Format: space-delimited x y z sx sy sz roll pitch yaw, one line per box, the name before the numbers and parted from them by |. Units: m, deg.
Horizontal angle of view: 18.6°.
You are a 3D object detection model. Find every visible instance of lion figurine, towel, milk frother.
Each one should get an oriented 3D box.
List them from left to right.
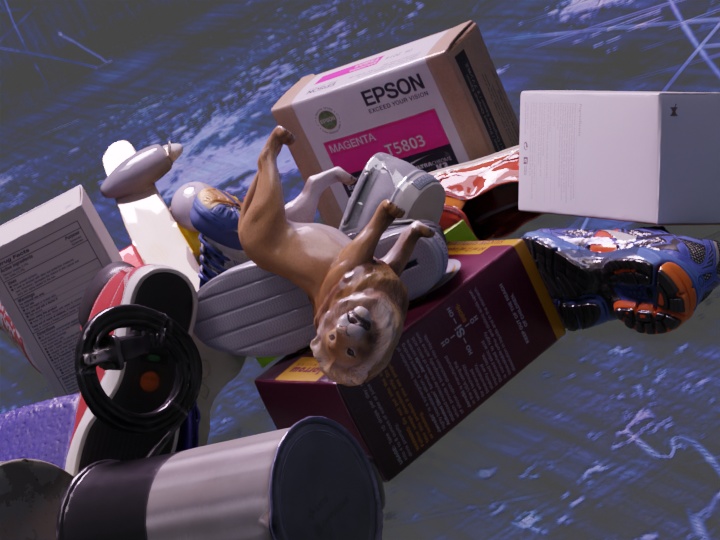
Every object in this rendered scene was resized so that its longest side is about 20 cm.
towel | -0.211 0.161 1.673 0.199 0.050 0.148 -14 52 28
milk frother | -0.096 0.118 1.451 0.188 0.200 0.180 -14 17 34
lion figurine | -0.030 -0.010 1.535 0.200 0.072 0.123 37 93 40

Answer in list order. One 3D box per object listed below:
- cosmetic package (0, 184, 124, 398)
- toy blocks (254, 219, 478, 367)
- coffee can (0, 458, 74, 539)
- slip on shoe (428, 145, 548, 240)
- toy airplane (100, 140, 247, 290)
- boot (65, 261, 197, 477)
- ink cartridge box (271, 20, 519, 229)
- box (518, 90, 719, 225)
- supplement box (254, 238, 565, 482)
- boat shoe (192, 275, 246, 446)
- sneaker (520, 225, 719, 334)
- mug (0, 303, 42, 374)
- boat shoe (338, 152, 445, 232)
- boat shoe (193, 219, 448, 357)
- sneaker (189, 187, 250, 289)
cosmetic package | -0.235 0.042 1.877 0.103 0.200 0.073 -25 17 2
toy blocks | -0.002 0.015 1.825 0.200 0.100 0.137 -37 4 -1
coffee can | -0.295 0.209 1.556 0.200 0.147 0.146 -7 25 45
slip on shoe | 0.087 -0.049 1.905 0.200 0.074 0.061 -21 37 22
toy airplane | -0.170 -0.025 1.995 0.141 0.199 0.199 109 -175 -48
boot | -0.185 0.092 1.632 0.144 0.072 0.201 4 78 66
ink cartridge box | 0.042 -0.114 1.990 0.200 0.165 0.075 -16 19 34
box | 0.223 -0.089 1.684 0.124 0.098 0.200 -1 5 -26
supplement box | 0.037 0.063 1.607 0.200 0.086 0.110 -37 20 -31
boat shoe | -0.142 0.083 1.753 0.063 0.074 0.202 -5 49 34
sneaker | 0.192 0.002 1.610 0.078 0.076 0.200 -25 22 -29
mug | -0.273 0.020 2.131 0.177 0.134 0.200 -31 20 -8
boat shoe | 0.000 0.000 1.704 0.071 0.201 0.070 37 28 27
boat shoe | -0.026 0.013 1.606 0.199 0.072 0.071 -14 9 14
sneaker | -0.101 -0.001 1.842 0.088 0.200 0.075 -46 62 0
